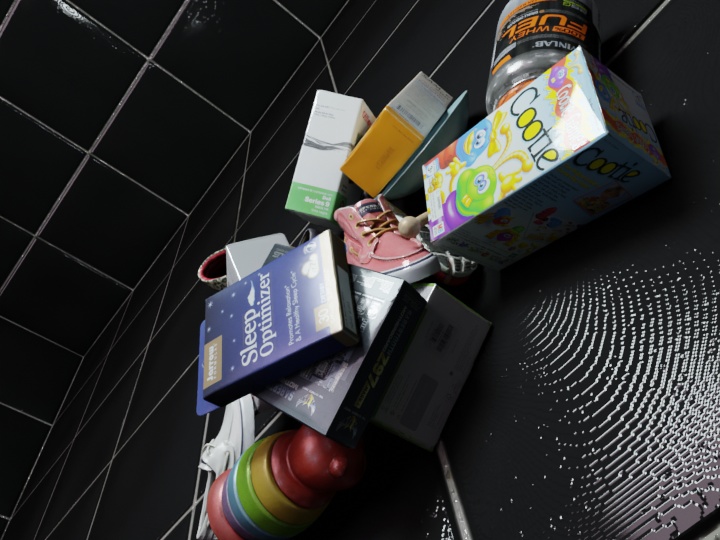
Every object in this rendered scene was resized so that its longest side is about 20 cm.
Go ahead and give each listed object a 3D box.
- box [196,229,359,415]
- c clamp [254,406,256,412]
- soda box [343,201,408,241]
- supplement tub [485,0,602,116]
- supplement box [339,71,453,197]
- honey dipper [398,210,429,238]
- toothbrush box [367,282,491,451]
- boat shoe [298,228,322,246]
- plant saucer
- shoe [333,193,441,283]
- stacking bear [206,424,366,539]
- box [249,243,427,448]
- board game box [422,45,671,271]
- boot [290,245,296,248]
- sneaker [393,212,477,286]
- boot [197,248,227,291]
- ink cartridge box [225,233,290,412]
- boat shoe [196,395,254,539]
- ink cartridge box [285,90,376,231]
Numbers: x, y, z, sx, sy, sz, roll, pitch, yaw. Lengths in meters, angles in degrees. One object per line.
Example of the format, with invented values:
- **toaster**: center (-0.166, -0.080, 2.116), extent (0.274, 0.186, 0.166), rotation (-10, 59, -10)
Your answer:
- **box**: center (-0.097, 0.055, 0.616), extent (0.200, 0.032, 0.121), rotation (-29, 48, 22)
- **c clamp**: center (-0.157, 0.145, 1.036), extent (0.200, 0.027, 0.171), rotation (-45, 43, 27)
- **soda box**: center (0.000, 0.000, 0.890), extent (0.064, 0.068, 0.200), rotation (-6, 54, 61)
- **supplement tub**: center (0.208, -0.224, 0.704), extent (0.122, 0.122, 0.200), rotation (-32, 33, 44)
- **supplement box**: center (0.059, -0.214, 0.964), extent (0.126, 0.074, 0.200), rotation (-48, 5, 36)
- **honey dipper**: center (0.095, -0.072, 0.700), extent (0.038, 0.038, 0.200), rotation (-38, -6, 36)
- **toothbrush box**: center (0.028, 0.094, 0.690), extent (0.146, 0.086, 0.200), rotation (-61, 22, -12)
- **boat shoe**: center (-0.111, 0.020, 1.084), extent (0.200, 0.065, 0.072), rotation (-63, 27, -7)
- **plant saucer**: center (0.102, -0.170, 0.910), extent (0.201, 0.039, 0.201), rotation (-50, 6, 7)
- **shoe**: center (0.020, -0.036, 0.699), extent (0.071, 0.091, 0.200), rotation (-21, 9, -15)
- **stacking bear**: center (-0.069, 0.220, 0.661), extent (0.200, 0.114, 0.122), rotation (-44, 25, 34)
- **box**: center (-0.051, 0.066, 0.630), extent (0.200, 0.051, 0.158), rotation (15, 71, 44)
- **board game box**: center (0.169, -0.097, 0.607), extent (0.200, 0.105, 0.103), rotation (-33, 49, 42)
- **boot**: center (-0.172, 0.035, 1.182), extent (0.146, 0.070, 0.200), rotation (-12, 39, 56)
- **sneaker**: center (0.080, -0.010, 0.770), extent (0.200, 0.077, 0.085), rotation (-130, 55, -67)
- **boot**: center (-0.125, 0.017, 0.939), extent (0.203, 0.154, 0.074), rotation (-16, 53, 19)
- **ink cartridge box**: center (-0.120, 0.075, 0.836), extent (0.200, 0.084, 0.146), rotation (102, 147, -47)
- **boat shoe**: center (-0.184, 0.257, 0.836), extent (0.072, 0.066, 0.200), rotation (159, 118, -65)
- **ink cartridge box**: center (-0.041, -0.176, 1.036), extent (0.146, 0.084, 0.200), rotation (18, -93, -76)
